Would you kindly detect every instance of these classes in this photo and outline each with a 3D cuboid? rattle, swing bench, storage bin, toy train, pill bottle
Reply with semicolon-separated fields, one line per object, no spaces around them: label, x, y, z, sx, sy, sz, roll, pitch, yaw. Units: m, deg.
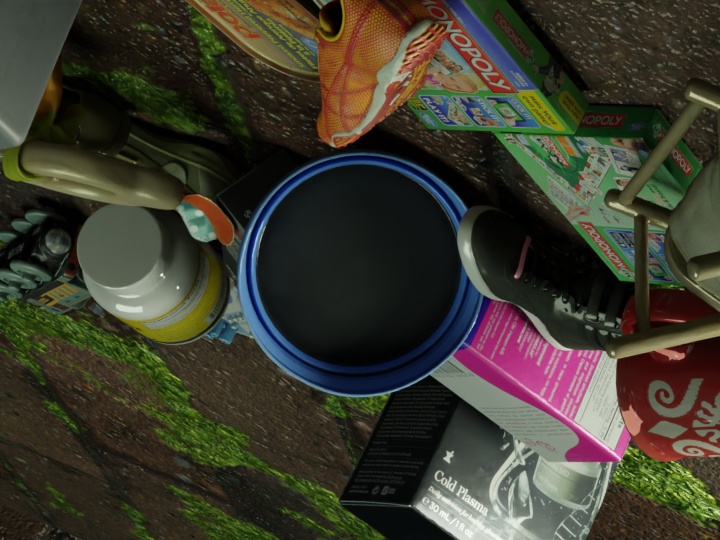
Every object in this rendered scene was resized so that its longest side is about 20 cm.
rattle;-0.191;-0.112;1.738;0.199;0.143;0.130;10;157;0
swing bench;0.278;-0.019;1.335;0.199;0.130;0.199;5;161;-8
storage bin;-0.302;-0.171;1.609;0.134;0.201;0.146;0;148;34
toy train;-0.325;-0.006;2.194;0.114;0.086;0.200;21;161;-21
pill bottle;-0.197;-0.001;1.940;0.111;0.112;0.200;21;171;15

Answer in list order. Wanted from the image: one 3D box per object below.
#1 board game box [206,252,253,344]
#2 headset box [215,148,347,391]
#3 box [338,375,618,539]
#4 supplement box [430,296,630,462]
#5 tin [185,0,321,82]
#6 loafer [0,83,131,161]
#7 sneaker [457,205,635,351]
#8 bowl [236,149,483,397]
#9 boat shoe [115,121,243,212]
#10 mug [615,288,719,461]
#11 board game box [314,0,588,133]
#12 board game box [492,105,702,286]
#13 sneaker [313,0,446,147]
board game box;-0.097;0.047;2.113;0.199;0.026;0.200;19;158;20
headset box;-0.051;-0.001;1.788;0.149;0.077;0.200;51;167;15
box;0.119;0.181;1.928;0.200;0.197;0.124;37;156;-27
supplement box;0.144;0.075;1.778;0.200;0.104;0.101;38;156;-26
tin;-0.081;-0.205;1.463;0.200;0.042;0.112;39;152;-31
loafer;-0.296;-0.142;1.836;0.199;0.076;0.067;3;150;27
sneaker;0.161;0.006;1.646;0.099;0.071;0.200;3;154;41
bowl;0.000;0.000;1.658;0.200;0.201;0.039;31;-171;-12
boat shoe;-0.195;-0.086;1.846;0.200;0.063;0.073;19;160;28
mug;0.296;0.081;1.544;0.200;0.134;0.177;-1;178;45
board game box;0.049;-0.163;1.398;0.134;0.029;0.200;7;152;44
board game box;0.201;-0.051;1.505;0.134;0.029;0.200;7;152;43
sneaker;0.003;-0.142;1.372;0.077;0.073;0.200;48;157;6
